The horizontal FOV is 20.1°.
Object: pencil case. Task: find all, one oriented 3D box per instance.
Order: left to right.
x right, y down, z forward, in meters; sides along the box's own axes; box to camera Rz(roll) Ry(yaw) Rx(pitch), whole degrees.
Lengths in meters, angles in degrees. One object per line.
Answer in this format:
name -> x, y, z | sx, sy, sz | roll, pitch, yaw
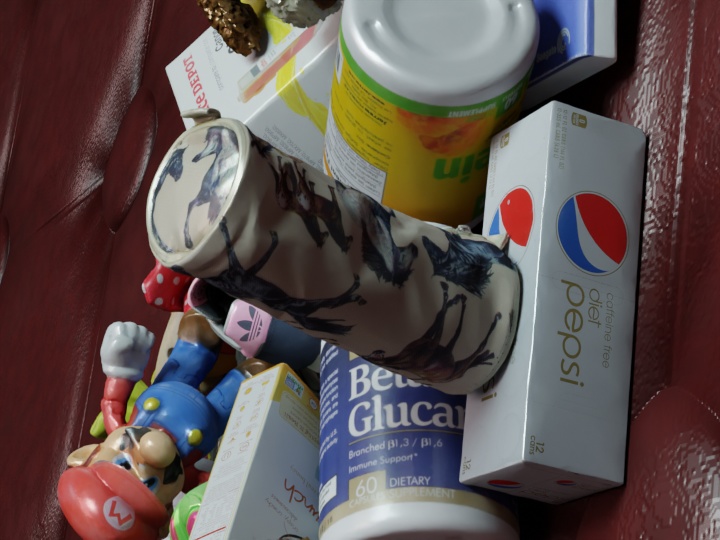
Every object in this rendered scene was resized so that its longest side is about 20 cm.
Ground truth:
pencil case -> -0.012, -0.010, 1.029 | 0.078, 0.199, 0.090 | -26, 48, 47

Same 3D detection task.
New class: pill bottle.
pill bottle -> 0.032, 0.077, 1.148 | 0.111, 0.111, 0.201 | -47, 36, 48
pill bottle -> 0.036, -0.086, 1.194 | 0.200, 0.110, 0.112 | 100, 171, -55

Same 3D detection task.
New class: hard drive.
hard drive -> 0.113, -0.207, 1.197 | 0.132, 0.025, 0.201 | 157, 117, -68

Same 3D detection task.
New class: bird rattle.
bird rattle -> -0.127, 0.046, 1.527 | 0.163, 0.112, 0.201 | -41, -40, -72

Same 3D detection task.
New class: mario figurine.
mario figurine -> -0.114, 0.100, 1.281 | 0.200, 0.123, 0.106 | -55, -35, -48

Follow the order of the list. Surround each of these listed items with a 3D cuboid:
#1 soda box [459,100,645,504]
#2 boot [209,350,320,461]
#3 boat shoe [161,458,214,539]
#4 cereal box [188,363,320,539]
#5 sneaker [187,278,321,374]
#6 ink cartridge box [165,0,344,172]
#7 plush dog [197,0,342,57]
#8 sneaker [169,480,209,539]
soda box -> 0.103, 0.017, 1.082 | 0.068, 0.063, 0.201 | -29, 51, 59
boot -> -0.039, 0.084, 1.378 | 0.130, 0.067, 0.201 | -28, 52, 53
boat shoe -> -0.058, 0.177, 1.319 | 0.199, 0.073, 0.067 | 18, 115, 46
cereal box -> -0.033, 0.168, 1.136 | 0.039, 0.144, 0.200 | -25, 29, 28
sneaker -> -0.078, 0.007, 1.285 | 0.200, 0.082, 0.071 | 27, 103, 62
ink cartridge box -> -0.026, -0.145, 1.364 | 0.200, 0.083, 0.145 | -41, 34, 13
plush dog -> -0.066, -0.242, 1.315 | 0.172, 0.160, 0.201 | 123, 172, -63
sneaker -> -0.034, 0.208, 1.200 | 0.201, 0.084, 0.077 | 62, 149, 1
